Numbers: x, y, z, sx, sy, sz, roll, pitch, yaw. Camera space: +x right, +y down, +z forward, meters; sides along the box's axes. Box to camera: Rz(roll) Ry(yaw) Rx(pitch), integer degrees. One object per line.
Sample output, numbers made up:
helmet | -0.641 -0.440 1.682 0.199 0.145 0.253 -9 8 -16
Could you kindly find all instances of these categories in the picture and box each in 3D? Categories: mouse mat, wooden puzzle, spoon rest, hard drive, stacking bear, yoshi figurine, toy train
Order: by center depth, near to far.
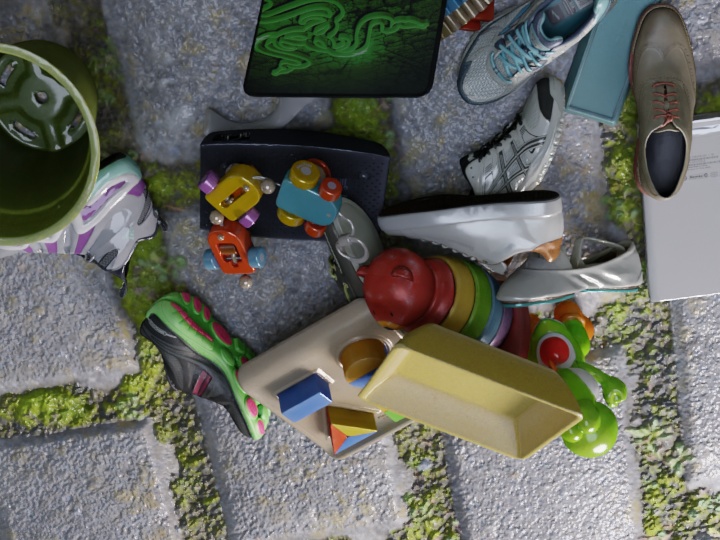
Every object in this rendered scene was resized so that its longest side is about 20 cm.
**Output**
mouse mat | -0.013 -0.242 1.334 0.197 0.163 0.008 2 158 19
toy train | -0.086 -0.057 1.389 0.198 0.056 0.151 -5 131 27
spoon rest | -0.077 -0.195 1.402 0.199 0.100 0.060 -33 130 29
stacking bear | 0.081 0.036 1.424 0.199 0.121 0.115 24 82 -43
hard drive | -0.072 -0.092 1.435 0.197 0.043 0.136 3 135 -4
yoshi figurine | 0.228 0.129 1.456 0.111 0.201 0.113 17 121 -13
hard drive | 0.373 -0.070 1.464 0.130 0.027 0.203 -7 111 4
wooden puzzle | -0.011 0.135 1.504 0.184 0.047 0.200 -29 133 18

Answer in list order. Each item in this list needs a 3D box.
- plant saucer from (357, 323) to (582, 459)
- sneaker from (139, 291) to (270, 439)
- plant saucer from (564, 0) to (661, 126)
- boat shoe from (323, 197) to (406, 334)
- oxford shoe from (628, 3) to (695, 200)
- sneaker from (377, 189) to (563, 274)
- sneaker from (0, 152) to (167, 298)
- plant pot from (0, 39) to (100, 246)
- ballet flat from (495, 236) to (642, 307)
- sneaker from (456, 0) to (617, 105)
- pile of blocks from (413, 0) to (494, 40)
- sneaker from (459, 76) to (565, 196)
plant saucer | 0.112 0.120 1.383 0.198 0.200 0.049 21 67 -4
sneaker | -0.175 0.112 1.538 0.083 0.077 0.201 -29 106 31
plant saucer | 0.269 -0.251 1.399 0.069 0.019 0.202 15 112 -4
boat shoe | -0.001 0.002 1.455 0.060 0.073 0.202 -9 136 26
oxford shoe | 0.315 -0.170 1.376 0.069 0.075 0.203 -5 103 4
sneaker | 0.113 -0.034 1.399 0.197 0.073 0.086 0 109 22
sneaker | -0.305 -0.025 1.474 0.198 0.078 0.141 -26 108 12
plant pot | -0.343 -0.154 1.363 0.197 0.190 0.203 1 113 2
ballet flat | 0.224 -0.003 1.445 0.198 0.069 0.070 -6 117 -33
sneaker | 0.172 -0.240 1.362 0.200 0.086 0.078 -40 97 21
pile of blocks | 0.092 -0.257 1.367 0.199 0.082 0.062 -38 106 15
sneaker | 0.152 -0.116 1.426 0.087 0.076 0.202 20 109 -2
